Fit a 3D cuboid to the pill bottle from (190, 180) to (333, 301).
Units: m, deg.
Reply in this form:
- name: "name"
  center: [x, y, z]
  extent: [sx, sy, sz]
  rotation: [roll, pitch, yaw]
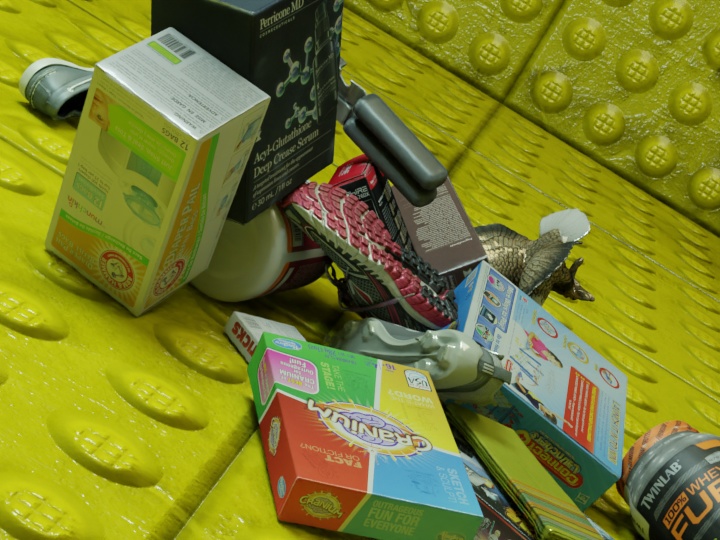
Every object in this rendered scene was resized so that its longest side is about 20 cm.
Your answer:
- name: "pill bottle"
  center: [-0.087, -0.034, 1.602]
  extent: [0.113, 0.113, 0.200]
  rotation: [35, 15, 15]

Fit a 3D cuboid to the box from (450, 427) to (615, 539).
- name: "box"
  center: [0.129, 0.205, 1.402]
  extent: [0.200, 0.040, 0.137]
  rotation: [39, 16, 27]

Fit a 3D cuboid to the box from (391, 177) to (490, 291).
- name: "box"
  center: [0.093, -0.015, 1.812]
  extent: [0.200, 0.075, 0.100]
  rotation: [-113, -176, -57]

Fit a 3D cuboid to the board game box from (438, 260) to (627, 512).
- name: "board game box"
  center: [0.164, 0.107, 1.620]
  extent: [0.196, 0.056, 0.200]
  rotation: [39, 26, -8]

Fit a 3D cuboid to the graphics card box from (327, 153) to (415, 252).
- name: "graphics card box"
  center: [0.025, -0.008, 1.645]
  extent: [0.125, 0.051, 0.200]
  rotation: [-70, 139, -74]

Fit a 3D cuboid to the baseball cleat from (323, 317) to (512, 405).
- name: "baseball cleat"
  center: [0.053, 0.089, 1.488]
  extent: [0.106, 0.070, 0.200]
  rotation: [28, -11, -32]

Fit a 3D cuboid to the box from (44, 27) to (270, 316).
- name: "box"
  center: [-0.170, -0.079, 1.387]
  extent: [0.112, 0.200, 0.101]
  rotation: [36, 40, 14]

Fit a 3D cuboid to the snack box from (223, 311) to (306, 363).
- name: "snack box"
  center: [-0.043, 0.102, 1.425]
  extent: [0.072, 0.024, 0.200]
  rotation: [18, 20, -40]

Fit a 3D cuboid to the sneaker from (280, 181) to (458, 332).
- name: "sneaker"
  center: [0.000, 0.000, 1.530]
  extent: [0.200, 0.075, 0.081]
  rotation: [44, 25, -20]

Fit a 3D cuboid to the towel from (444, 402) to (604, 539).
- name: "towel"
  center: [0.140, 0.179, 1.404]
  extent: [0.086, 0.018, 0.200]
  rotation: [28, 13, -33]

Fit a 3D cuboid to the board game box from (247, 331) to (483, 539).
- name: "board game box"
  center: [-0.001, 0.132, 1.303]
  extent: [0.153, 0.040, 0.200]
  rotation: [14, 26, -19]

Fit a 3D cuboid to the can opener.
- name: "can opener"
  center: [-0.001, -0.139, 1.611]
  extent: [0.200, 0.053, 0.066]
  rotation: [45, 49, 14]

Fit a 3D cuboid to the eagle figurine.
- name: "eagle figurine"
  center: [0.190, 0.001, 1.934]
  extent: [0.200, 0.152, 0.151]
  rotation: [18, 40, -53]

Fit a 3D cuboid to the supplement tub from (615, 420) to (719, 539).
- name: "supplement tub"
  center: [0.333, 0.234, 1.543]
  extent: [0.122, 0.123, 0.200]
  rotation: [16, 21, -43]

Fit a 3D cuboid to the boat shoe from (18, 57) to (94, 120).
- name: "boat shoe"
  center: [-0.275, -0.183, 1.799]
  extent: [0.062, 0.073, 0.200]
  rotation: [44, 24, 28]

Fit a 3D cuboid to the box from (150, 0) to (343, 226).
- name: "box"
  center: [-0.098, -0.167, 1.455]
  extent: [0.107, 0.200, 0.148]
  rotation: [20, 35, 24]
